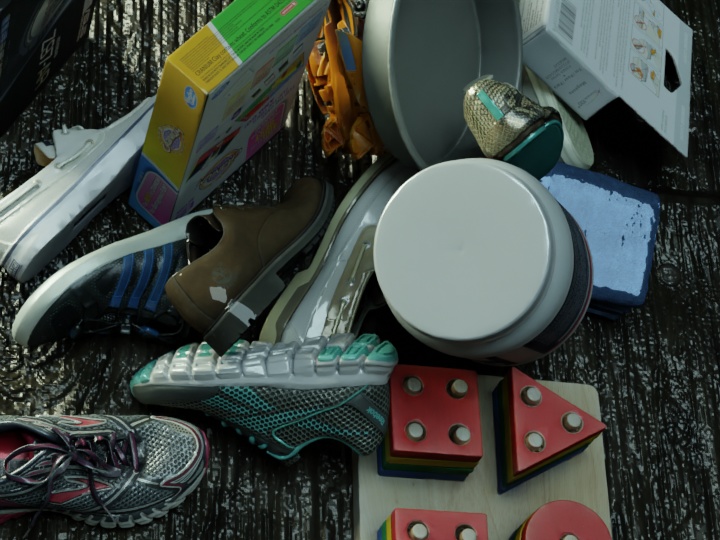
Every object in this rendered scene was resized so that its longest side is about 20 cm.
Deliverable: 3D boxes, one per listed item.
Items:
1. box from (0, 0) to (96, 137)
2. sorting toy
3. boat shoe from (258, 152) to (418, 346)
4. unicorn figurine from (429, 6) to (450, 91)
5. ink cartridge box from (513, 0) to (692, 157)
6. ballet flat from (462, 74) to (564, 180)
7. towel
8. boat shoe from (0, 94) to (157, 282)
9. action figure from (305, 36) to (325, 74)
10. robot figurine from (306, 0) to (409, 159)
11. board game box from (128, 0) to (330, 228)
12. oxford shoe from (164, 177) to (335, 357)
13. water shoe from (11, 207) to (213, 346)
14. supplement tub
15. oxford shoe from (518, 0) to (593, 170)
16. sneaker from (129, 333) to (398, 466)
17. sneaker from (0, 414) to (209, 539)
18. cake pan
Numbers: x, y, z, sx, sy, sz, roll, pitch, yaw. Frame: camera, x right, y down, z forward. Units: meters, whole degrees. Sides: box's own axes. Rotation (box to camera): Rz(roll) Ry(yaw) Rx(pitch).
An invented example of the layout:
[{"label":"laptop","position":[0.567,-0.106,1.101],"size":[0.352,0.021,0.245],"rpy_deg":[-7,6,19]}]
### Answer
[{"label":"box","position":[-0.251,-0.193,1.342],"size":[0.043,0.200,0.160],"rpy_deg":[32,57,2]},{"label":"sorting toy","position":[0.098,0.161,1.329],"size":[0.198,0.070,0.201],"rpy_deg":[6,60,-14]},{"label":"boat shoe","position":[0.000,0.000,1.381],"size":[0.068,0.075,0.200],"rpy_deg":[25,68,16]},{"label":"unicorn figurine","position":[0.059,-0.236,1.468],"size":[0.073,0.137,0.201],"rpy_deg":[7,90,24]},{"label":"ink cartridge box","position":[0.212,-0.199,1.547],"size":[0.173,0.043,0.200],"rpy_deg":[40,37,-21]},{"label":"ballet flat","position":[0.110,-0.112,1.341],"size":[0.068,0.200,0.075],"rpy_deg":[-39,81,7]},{"label":"towel","position":[0.139,-0.038,1.452],"size":[0.199,0.049,0.112],"rpy_deg":[16,76,-5]},{"label":"boat shoe","position":[-0.216,-0.080,1.370],"size":[0.070,0.071,0.200],"rpy_deg":[40,65,4]},{"label":"action figure","position":[0.027,-0.224,1.531],"size":[0.199,0.055,0.119],"rpy_deg":[-13,64,-27]},{"label":"robot figurine","position":[-0.015,-0.189,1.402],"size":[0.058,0.145,0.201],"rpy_deg":[-17,99,-18]},{"label":"board game box","position":[-0.098,-0.132,1.353],"size":[0.040,0.200,0.153],"rpy_deg":[40,58,8]},{"label":"oxford shoe","position":[-0.079,-0.026,1.318],"size":[0.084,0.073,0.200],"rpy_deg":[40,36,-2]},{"label":"water shoe","position":[-0.159,0.019,1.329],"size":[0.199,0.072,0.079],"rpy_deg":[-27,75,-27]},{"label":"supplement tub","position":[0.091,-0.004,1.301],"size":[0.140,0.200,0.141],"rpy_deg":[-1,84,13]},{"label":"oxford shoe","position":[0.140,-0.161,1.525],"size":[0.075,0.058,0.201],"rpy_deg":[22,46,-53]},{"label":"sneaker","position":[-0.070,0.099,1.298],"size":[0.199,0.078,0.092],"rpy_deg":[-1,103,13]},{"label":"sneaker","position":[-0.201,0.136,1.250],"size":[0.199,0.075,0.081],"rpy_deg":[-5,64,-20]},{"label":"cake pan","position":[0.062,-0.164,1.369],"size":[0.037,0.201,0.201],"rpy_deg":[5,51,33]}]
